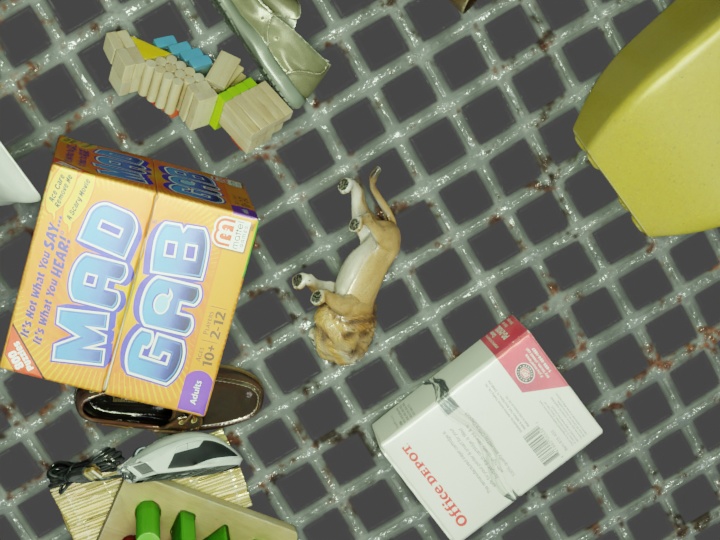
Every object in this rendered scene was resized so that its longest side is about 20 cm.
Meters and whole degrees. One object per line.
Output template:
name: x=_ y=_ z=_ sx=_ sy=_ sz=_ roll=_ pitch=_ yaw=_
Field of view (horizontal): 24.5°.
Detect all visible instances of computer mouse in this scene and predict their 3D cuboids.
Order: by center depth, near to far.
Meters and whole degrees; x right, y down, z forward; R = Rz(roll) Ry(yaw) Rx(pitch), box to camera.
computer mouse: x=-0.214 y=0.193 z=1.703 sx=0.199 sy=0.110 sz=0.044 roll=-2 pitch=73 yaw=-38

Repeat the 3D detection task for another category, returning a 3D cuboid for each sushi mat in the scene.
sushi mat: x=-0.223 y=0.243 z=1.777 sx=0.199 sy=0.012 sz=0.096 roll=-19 pitch=104 yaw=-3

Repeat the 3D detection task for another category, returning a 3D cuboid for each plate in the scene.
plate: x=-0.392 y=-0.137 z=1.578 sx=0.032 sy=0.199 sz=0.200 roll=-40 pitch=105 yaw=-17

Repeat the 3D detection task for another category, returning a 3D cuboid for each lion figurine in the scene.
lion figurine: x=0.000 y=0.000 z=1.722 sx=0.122 sy=0.072 sz=0.200 roll=31 pitch=90 yaw=-46

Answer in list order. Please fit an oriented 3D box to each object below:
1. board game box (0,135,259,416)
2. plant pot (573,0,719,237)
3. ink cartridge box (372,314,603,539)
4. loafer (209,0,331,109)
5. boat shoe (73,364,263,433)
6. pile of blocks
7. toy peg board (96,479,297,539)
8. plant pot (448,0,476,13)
board game box: x=-0.227 y=0.000 z=1.627 sx=0.199 sy=0.200 sz=0.201 roll=14 pitch=100 yaw=-11
plant pot: x=0.332 y=-0.145 z=1.679 sx=0.200 sy=0.196 sz=0.194 roll=-36 pitch=104 yaw=8
ink cartridge box: x=0.133 y=0.170 z=1.770 sx=0.200 sy=0.084 sz=0.145 roll=-38 pitch=104 yaw=1
loafer: x=-0.098 y=-0.259 z=1.660 sx=0.070 sy=0.075 sz=0.200 roll=-36 pitch=113 yaw=-4
boat shoe: x=-0.199 y=0.139 z=1.730 sx=0.199 sy=0.070 sz=0.071 roll=-1 pitch=103 yaw=-8
pile of blocks: x=-0.168 y=-0.181 z=1.676 sx=0.199 sy=0.082 sz=0.062 roll=28 pitch=141 yaw=0
toy peg board: x=-0.191 y=0.344 z=1.751 sx=0.199 sy=0.098 sz=0.200 roll=22 pitch=101 yaw=-13
plant pot: x=0.073 y=-0.384 z=1.610 sx=0.200 sy=0.187 sz=0.187 roll=35 pitch=96 yaw=2
